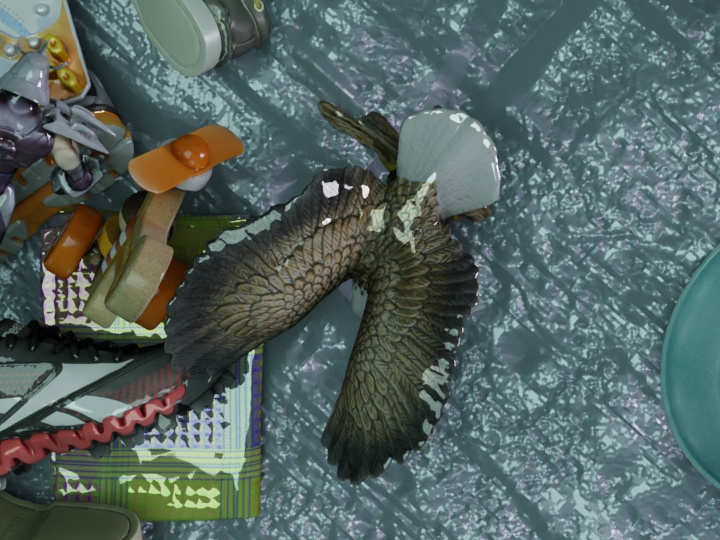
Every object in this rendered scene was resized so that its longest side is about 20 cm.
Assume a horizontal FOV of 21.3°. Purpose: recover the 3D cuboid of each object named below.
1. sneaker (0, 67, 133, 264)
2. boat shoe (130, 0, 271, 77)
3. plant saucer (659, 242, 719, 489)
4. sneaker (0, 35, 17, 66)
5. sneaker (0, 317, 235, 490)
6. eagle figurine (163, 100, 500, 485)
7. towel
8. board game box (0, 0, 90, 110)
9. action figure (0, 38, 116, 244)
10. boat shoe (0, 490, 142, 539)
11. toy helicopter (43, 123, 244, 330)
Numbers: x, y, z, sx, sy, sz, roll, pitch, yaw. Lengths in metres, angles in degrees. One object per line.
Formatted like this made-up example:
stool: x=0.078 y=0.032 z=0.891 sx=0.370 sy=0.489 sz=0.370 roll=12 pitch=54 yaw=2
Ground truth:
sneaker: x=-0.233 y=-0.060 z=1.198 sx=0.200 sy=0.078 sz=0.077 roll=-27 pitch=59 yaw=12
boat shoe: x=-0.128 y=-0.211 z=1.177 sx=0.060 sy=0.072 sz=0.202 roll=-25 pitch=74 yaw=-32
plant saucer: x=0.273 y=0.051 z=1.113 sx=0.200 sy=0.036 sz=0.201 roll=-17 pitch=58 yaw=29
sneaker: x=-0.298 y=-0.118 z=1.207 sx=0.200 sy=0.081 sz=0.084 roll=-27 pitch=72 yaw=2
sneaker: x=-0.179 y=0.068 z=1.170 sx=0.200 sy=0.071 sz=0.098 roll=-17 pitch=93 yaw=9
eagle figurine: x=0.001 y=0.005 z=1.130 sx=0.151 sy=0.200 sz=0.151 roll=7 pitch=138 yaw=38
towel: x=-0.130 y=0.058 z=1.210 sx=0.143 sy=0.023 sz=0.201 roll=-1 pitch=93 yaw=6
board game box: x=-0.284 y=-0.173 z=1.150 sx=0.199 sy=0.026 sz=0.201 roll=-17 pitch=82 yaw=-2
action figure: x=-0.223 y=-0.051 z=1.110 sx=0.130 sy=0.069 sz=0.200 roll=25 pitch=115 yaw=-10
boat shoe: x=-0.227 y=0.180 z=1.200 sx=0.199 sy=0.075 sz=0.069 roll=8 pitch=122 yaw=23
toy helicopter: x=-0.119 y=-0.021 z=1.094 sx=0.079 sy=0.200 sz=0.132 roll=32 pitch=99 yaw=-12
